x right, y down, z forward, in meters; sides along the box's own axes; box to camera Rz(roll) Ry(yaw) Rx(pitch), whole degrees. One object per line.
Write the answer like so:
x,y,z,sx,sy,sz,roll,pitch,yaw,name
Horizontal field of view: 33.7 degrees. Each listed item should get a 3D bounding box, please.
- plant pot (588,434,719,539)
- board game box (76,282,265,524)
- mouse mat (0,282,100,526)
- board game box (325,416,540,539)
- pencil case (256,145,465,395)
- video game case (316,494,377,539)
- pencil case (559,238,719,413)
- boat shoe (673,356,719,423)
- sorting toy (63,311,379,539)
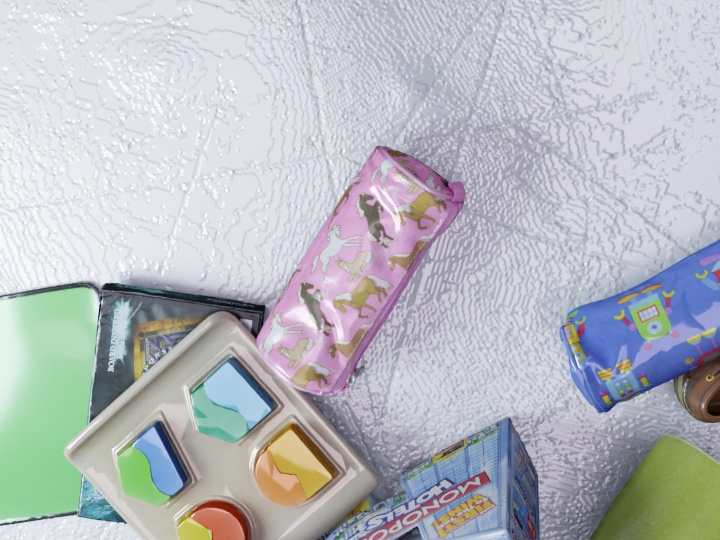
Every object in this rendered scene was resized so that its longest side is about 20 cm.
0.226,0.260,0.883,0.200,0.187,0.187,-43,96,-6,plant pot
-0.158,0.117,0.986,0.134,0.028,0.201,9,102,-1,board game box
-0.278,0.117,1.009,0.160,0.008,0.201,-9,100,6,mouse mat
0.056,0.206,0.889,0.199,0.200,0.062,-28,99,-1,board game box
0.000,0.000,0.926,0.086,0.083,0.201,28,102,-16,pencil case
-0.039,0.306,1.023,0.199,0.023,0.183,-28,98,10,video game case
0.249,0.031,0.915,0.199,0.078,0.087,-29,73,10,pencil case
0.344,0.067,0.921,0.199,0.068,0.072,-27,99,9,boat shoe
-0.113,0.162,0.961,0.185,0.036,0.200,-41,99,8,sorting toy
